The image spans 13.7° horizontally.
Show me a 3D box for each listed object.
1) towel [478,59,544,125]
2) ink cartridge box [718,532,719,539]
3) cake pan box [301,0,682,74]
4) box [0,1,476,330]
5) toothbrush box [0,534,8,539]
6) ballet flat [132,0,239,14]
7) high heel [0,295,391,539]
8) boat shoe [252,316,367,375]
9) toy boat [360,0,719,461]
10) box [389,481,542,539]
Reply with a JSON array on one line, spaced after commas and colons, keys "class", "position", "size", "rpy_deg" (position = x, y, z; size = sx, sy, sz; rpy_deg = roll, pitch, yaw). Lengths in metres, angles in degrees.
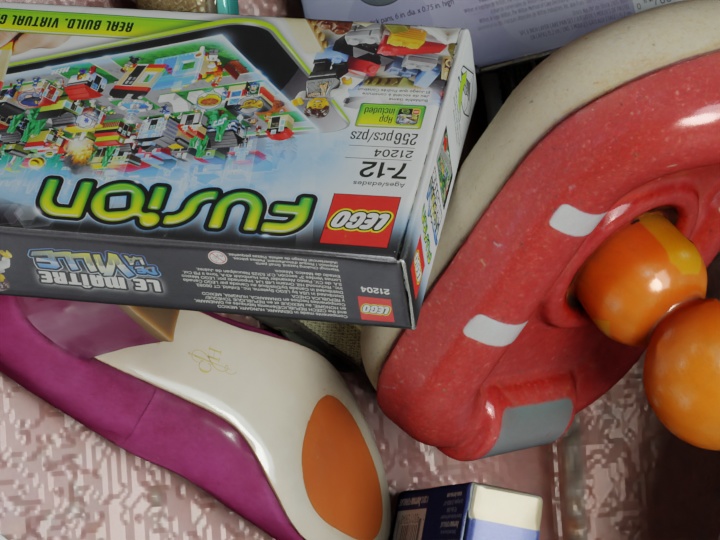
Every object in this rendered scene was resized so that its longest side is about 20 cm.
[{"class": "towel", "position": [0.121, -0.130, 1.186], "size": [0.165, 0.086, 0.201], "rpy_deg": [-10, 91, -28]}, {"class": "ink cartridge box", "position": [0.214, 0.078, 1.090], "size": [0.146, 0.146, 0.201], "rpy_deg": [13, 100, 1]}, {"class": "cake pan box", "position": [0.057, -0.169, 1.092], "size": [0.052, 0.199, 0.185], "rpy_deg": [-16, 93, -57]}, {"class": "box", "position": [-0.068, -0.039, 1.014], "size": [0.035, 0.199, 0.110], "rpy_deg": [80, 19, -47]}, {"class": "toothbrush box", "position": [-0.112, 0.194, 1.010], "size": [0.200, 0.086, 0.146], "rpy_deg": [40, 70, -21]}, {"class": "ballet flat", "position": [-0.078, -0.159, 1.103], "size": [0.065, 0.071, 0.201], "rpy_deg": [-2, 83, -1]}, {"class": "high heel", "position": [-0.069, 0.048, 1.102], "size": [0.200, 0.096, 0.068], "rpy_deg": [51, 46, -36]}, {"class": "boat shoe", "position": [0.000, 0.000, 1.122], "size": [0.200, 0.065, 0.073], "rpy_deg": [37, 67, -40]}, {"class": "toy boat", "position": [0.100, 0.005, 1.032], "size": [0.130, 0.200, 0.131], "rpy_deg": [-8, 51, -48]}, {"class": "box", "position": [0.022, 0.179, 1.082], "size": [0.032, 0.121, 0.201], "rpy_deg": [13, 82, -10]}]
